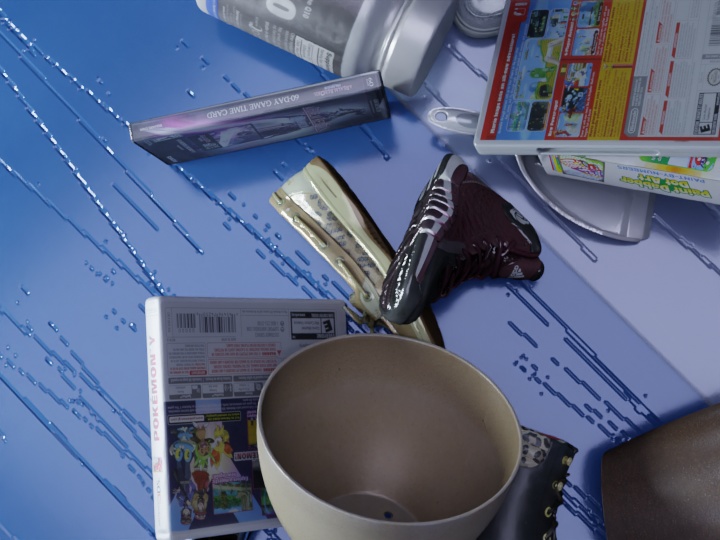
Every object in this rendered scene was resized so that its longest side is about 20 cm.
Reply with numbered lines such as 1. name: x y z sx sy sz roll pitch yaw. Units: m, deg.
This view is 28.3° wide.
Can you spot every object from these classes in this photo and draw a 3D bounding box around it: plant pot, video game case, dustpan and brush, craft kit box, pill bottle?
1. plant pot: 0.292 0.179 1.107 0.199 0.187 0.188 -8 84 16
2. video game case: -0.083 0.113 1.135 0.023 0.200 0.183 -9 82 43
3. dustpan and brush: 0.154 -0.108 1.188 0.199 0.057 0.140 10 85 5
4. craft kit box: 0.263 -0.152 1.123 0.197 0.049 0.201 15 70 27
5. video game case: 0.197 -0.154 1.117 0.199 0.017 0.144 3 65 25
6. video game case: -0.077 -0.122 1.165 0.199 0.143 0.019 -11 86 3
7. plant pot: 0.013 0.163 1.099 0.199 0.201 0.135 15 128 5
8. pill bottle: -0.026 -0.228 1.187 0.199 0.114 0.114 25 87 6

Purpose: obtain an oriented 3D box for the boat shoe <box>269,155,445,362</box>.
1. boat shoe: 0.000 0.000 1.190 0.063 0.073 0.200 -35 72 6

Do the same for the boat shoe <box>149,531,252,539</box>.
1. boat shoe: -0.134 0.218 1.175 0.084 0.069 0.201 24 86 6

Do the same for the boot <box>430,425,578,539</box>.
1. boot: 0.153 0.216 1.150 0.203 0.073 0.154 23 87 11

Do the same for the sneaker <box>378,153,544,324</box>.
1. sneaker: 0.092 -0.010 1.136 0.115 0.200 0.076 30 130 -5

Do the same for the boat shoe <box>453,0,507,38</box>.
1. boat shoe: 0.157 -0.275 1.198 0.201 0.072 0.070 -39 83 0
